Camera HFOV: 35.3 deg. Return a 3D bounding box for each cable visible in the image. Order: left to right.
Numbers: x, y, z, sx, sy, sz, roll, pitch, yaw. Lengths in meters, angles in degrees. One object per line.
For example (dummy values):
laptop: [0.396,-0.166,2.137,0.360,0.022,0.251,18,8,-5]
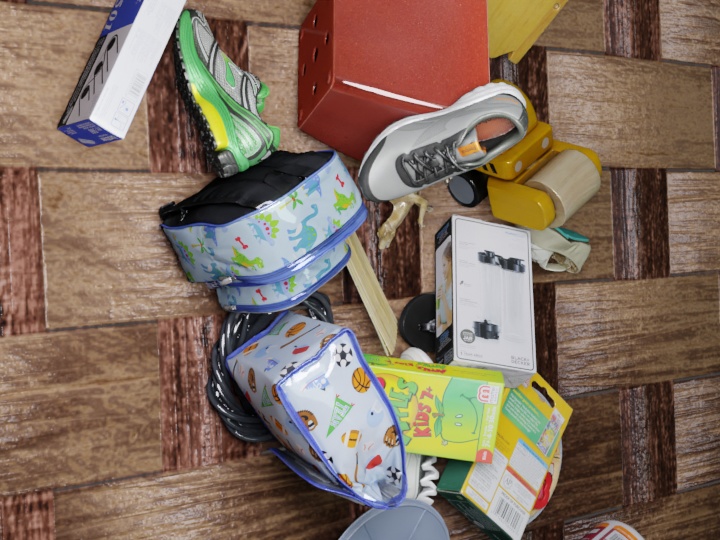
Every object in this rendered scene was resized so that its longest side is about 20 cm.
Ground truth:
cable: [-0.100,0.098,1.316,0.162,0.051,0.202,10,89,-31]

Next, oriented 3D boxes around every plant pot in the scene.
plant pot: [0.028,-0.237,1.309,0.174,0.200,0.202,7,72,-20]

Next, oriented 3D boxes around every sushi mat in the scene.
sushi mat: [0.000,0.000,1.370,0.012,0.096,0.201,-21,107,12]

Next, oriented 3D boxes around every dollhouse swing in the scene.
dollhouse swing: [0.160,-0.423,1.508,0.199,0.177,0.182,23,118,-34]

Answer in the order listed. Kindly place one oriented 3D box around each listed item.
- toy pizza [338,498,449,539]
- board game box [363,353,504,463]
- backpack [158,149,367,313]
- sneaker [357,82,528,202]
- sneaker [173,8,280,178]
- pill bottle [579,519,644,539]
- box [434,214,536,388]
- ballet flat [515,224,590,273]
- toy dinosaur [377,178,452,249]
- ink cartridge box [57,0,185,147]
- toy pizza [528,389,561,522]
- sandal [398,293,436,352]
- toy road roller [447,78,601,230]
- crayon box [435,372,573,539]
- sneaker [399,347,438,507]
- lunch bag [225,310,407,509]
toy pizza: [0.028,0.374,1.400,0.199,0.032,0.202,-11,109,-32]
board game box: [0.065,0.163,1.349,0.198,0.048,0.103,7,104,1]
backpack: [-0.091,-0.047,1.224,0.183,0.199,0.148,-40,112,-30]
sneaker: [0.085,-0.130,1.189,0.199,0.080,0.074,-28,118,9]
sneaker: [-0.148,-0.197,1.223,0.084,0.078,0.202,-19,74,-16]
pill bottle: [0.311,0.444,1.567,0.199,0.113,0.114,-28,106,-32]
box: [0.157,0.039,1.431,0.115,0.060,0.202,9,63,-17]
ballet flat: [0.257,-0.034,1.540,0.199,0.069,0.070,18,79,-53]
toy dinosaur: [0.060,-0.127,1.421,0.100,0.058,0.202,1,89,-35]
ink cartridge box: [-0.243,-0.230,1.180,0.044,0.094,0.202,30,73,-31]
toy pizza: [0.208,0.254,1.535,0.199,0.032,0.203,0,90,-36]
sandal: [0.134,0.080,1.481,0.199,0.045,0.076,18,80,-34]
toy road roller: [0.198,-0.153,1.437,0.123,0.199,0.147,-40,134,-28]
crayon box: [0.188,0.229,1.453,0.126,0.051,0.201,44,61,-28]
sneaker: [0.055,0.197,1.412,0.080,0.075,0.202,3,88,-27]
lunch bag: [-0.040,0.162,1.227,0.123,0.170,0.201,-37,111,-17]
